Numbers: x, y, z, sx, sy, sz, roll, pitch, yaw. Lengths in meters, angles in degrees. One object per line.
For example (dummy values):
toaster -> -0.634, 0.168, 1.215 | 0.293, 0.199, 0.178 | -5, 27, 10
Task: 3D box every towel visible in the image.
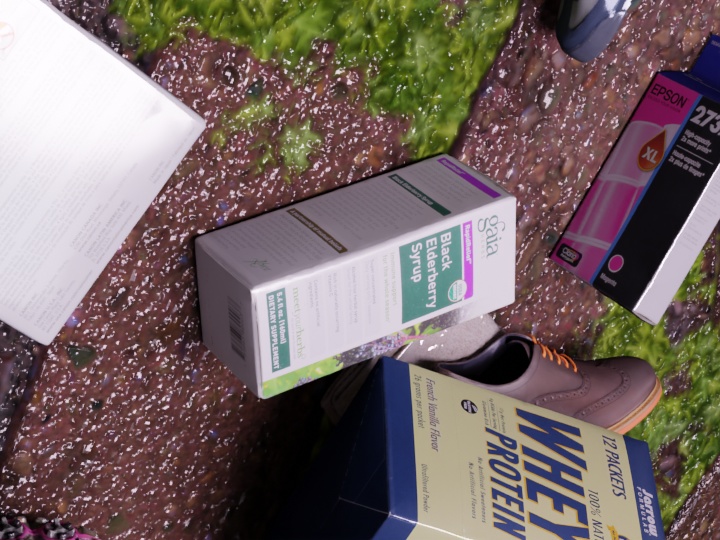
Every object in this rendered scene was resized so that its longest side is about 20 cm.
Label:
towel -> 0.065, 0.097, 1.331 | 0.133, 0.034, 0.200 | -51, 132, -3

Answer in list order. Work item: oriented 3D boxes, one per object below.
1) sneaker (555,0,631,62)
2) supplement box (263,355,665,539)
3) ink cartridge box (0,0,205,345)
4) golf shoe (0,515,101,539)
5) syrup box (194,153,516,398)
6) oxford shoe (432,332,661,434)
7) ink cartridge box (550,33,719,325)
sneaker -> 0.145, -0.236, 1.209 | 0.081, 0.070, 0.202 | 10, 104, -22
supplement box -> 0.062, 0.193, 1.223 | 0.198, 0.135, 0.201 | 19, 129, -18
ink cartridge box -> -0.205, -0.073, 1.041 | 0.199, 0.050, 0.163 | 37, 89, -34
golf shoe -> -0.244, 0.211, 1.137 | 0.198, 0.073, 0.093 | -16, 126, -19
syrup box -> 0.000, 0.000, 1.200 | 0.198, 0.081, 0.080 | -19, 124, -27
oxford shoe -> 0.130, 0.080, 1.305 | 0.198, 0.071, 0.073 | -12, 116, -33
ink cartridge box -> 0.219, -0.070, 1.318 | 0.037, 0.095, 0.201 | 29, 94, -41
